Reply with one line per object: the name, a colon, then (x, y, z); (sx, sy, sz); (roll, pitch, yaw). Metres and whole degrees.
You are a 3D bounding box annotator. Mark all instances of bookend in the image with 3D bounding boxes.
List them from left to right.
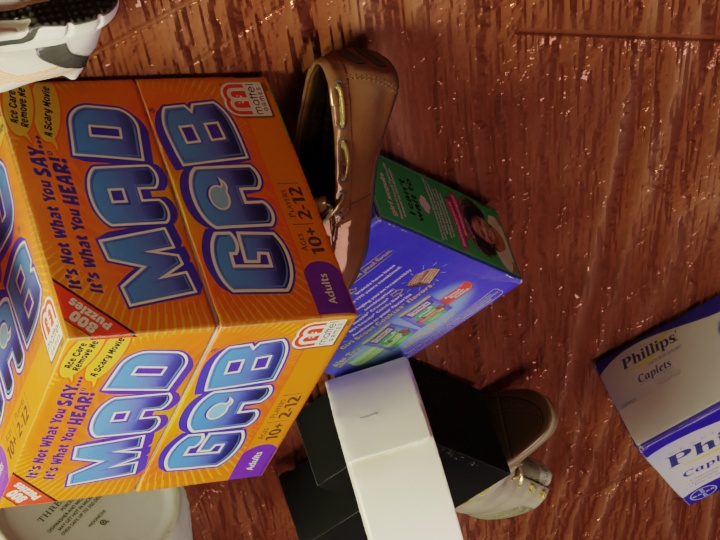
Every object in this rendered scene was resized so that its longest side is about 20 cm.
bookend: (-0.005, 0.171, 1.875); (0.199, 0.093, 0.198); (-35, 147, 23)

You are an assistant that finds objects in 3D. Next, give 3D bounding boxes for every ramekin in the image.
ramekin: (-0.226, 0.215, 1.698); (0.200, 0.203, 0.095); (-9, 136, -22)

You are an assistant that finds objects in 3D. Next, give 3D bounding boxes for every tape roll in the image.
tape roll: (0.032, 0.173, 1.648); (0.070, 0.204, 0.203); (-16, 151, -1)

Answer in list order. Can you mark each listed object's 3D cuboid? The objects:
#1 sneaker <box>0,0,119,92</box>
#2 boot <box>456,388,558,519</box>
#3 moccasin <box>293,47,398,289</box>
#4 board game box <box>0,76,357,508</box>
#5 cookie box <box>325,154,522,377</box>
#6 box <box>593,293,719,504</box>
sneaker: (-0.241, -0.132, 1.237); (0.198, 0.074, 0.080); (-8, 150, -24)
boot: (0.141, 0.181, 2.013); (0.199, 0.073, 0.154); (-35, 148, 31)
moccasin: (-0.028, -0.055, 1.448); (0.077, 0.074, 0.203); (-9, 129, -38)
board game box: (-0.151, 0.013, 1.403); (0.198, 0.201, 0.200); (-5, 146, -28)
cookie box: (0.000, 0.000, 1.614); (0.171, 0.076, 0.199); (-35, 149, 24)
box: (0.350, 0.119, 2.022); (0.183, 0.106, 0.200); (-30, 149, 11)
